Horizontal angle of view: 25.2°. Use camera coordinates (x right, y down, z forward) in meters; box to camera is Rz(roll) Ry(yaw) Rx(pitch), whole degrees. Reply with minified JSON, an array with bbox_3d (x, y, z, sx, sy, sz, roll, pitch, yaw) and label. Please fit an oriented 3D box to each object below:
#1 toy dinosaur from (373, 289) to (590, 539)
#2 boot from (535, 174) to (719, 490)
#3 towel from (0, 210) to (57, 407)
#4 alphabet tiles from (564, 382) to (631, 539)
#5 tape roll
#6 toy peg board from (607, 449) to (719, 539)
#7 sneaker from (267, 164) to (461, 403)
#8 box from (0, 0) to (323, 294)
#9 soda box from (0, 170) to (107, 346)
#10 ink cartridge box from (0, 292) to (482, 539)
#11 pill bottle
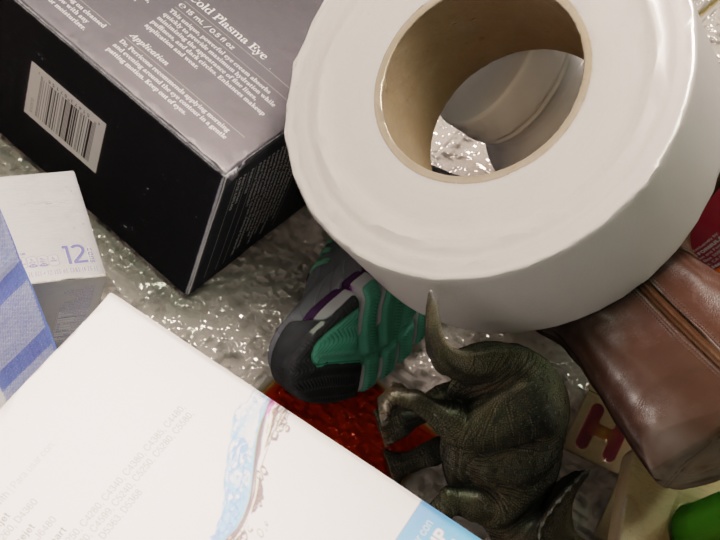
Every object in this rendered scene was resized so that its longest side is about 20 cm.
[{"bbox_3d":[0.062,0.076,0.769,0.102,0.201,0.077,-16,29,-4],"label":"toy dinosaur"},{"bbox_3d":[0.169,-0.001,0.751,0.186,0.064,0.200,-41,32,-1],"label":"boot"},{"bbox_3d":[-0.194,0.071,0.676,0.024,0.147,0.200,8,41,27],"label":"towel"},{"bbox_3d":[0.213,0.088,0.814,0.200,0.008,0.168,25,92,6],"label":"alphabet tiles"},{"bbox_3d":[0.067,-0.076,0.757,0.202,0.071,0.203,-10,65,22],"label":"tape roll"},{"bbox_3d":[0.209,0.189,0.711,0.199,0.098,0.200,16,69,-6],"label":"toy peg board"},{"bbox_3d":[0.000,0.000,0.859,0.087,0.075,0.200,28,39,26],"label":"sneaker"},{"bbox_3d":[-0.096,-0.121,0.884,0.200,0.104,0.182,40,52,13],"label":"box"},{"bbox_3d":[-0.227,0.004,0.762,0.199,0.064,0.068,-8,57,-25],"label":"soda box"},{"bbox_3d":[-0.074,0.144,0.652,0.200,0.147,0.146,33,50,7],"label":"ink cartridge box"},{"bbox_3d":[0.144,-0.076,0.891,0.200,0.113,0.113,27,44,-28],"label":"pill bottle"}]
